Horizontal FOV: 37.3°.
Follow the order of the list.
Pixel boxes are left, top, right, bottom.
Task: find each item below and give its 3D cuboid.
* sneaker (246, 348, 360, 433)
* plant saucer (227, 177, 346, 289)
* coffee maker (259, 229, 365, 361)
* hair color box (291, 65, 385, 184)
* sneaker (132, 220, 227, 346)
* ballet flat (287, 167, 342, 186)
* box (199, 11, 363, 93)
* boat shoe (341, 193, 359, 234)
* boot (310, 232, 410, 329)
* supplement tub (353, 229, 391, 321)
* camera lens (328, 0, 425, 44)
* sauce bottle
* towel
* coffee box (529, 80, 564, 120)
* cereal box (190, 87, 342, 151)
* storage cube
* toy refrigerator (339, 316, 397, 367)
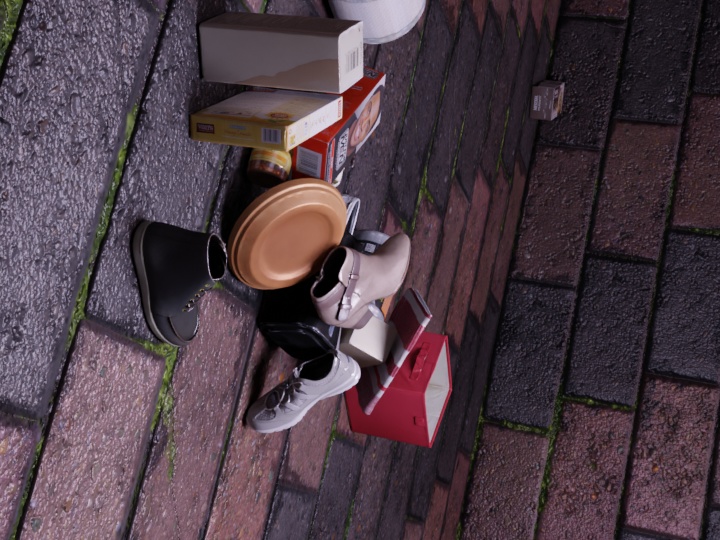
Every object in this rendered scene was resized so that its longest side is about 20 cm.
[{"bbox_3d":[-0.102,0.183,1.708,0.075,0.200,0.082,57,0,41],"label":"sneaker"},{"bbox_3d":[-0.102,-0.046,1.591,0.199,0.037,0.201,-24,141,-21],"label":"plant saucer"},{"bbox_3d":[-0.088,0.027,1.753,0.192,0.134,0.201,36,56,-28],"label":"coffee maker"},{"bbox_3d":[-0.033,-0.221,1.631,0.102,0.061,0.200,97,20,-47],"label":"hair color box"},{"bbox_3d":[-0.217,0.029,1.361,0.201,0.106,0.075,80,26,-43],"label":"sneaker"},{"bbox_3d":[-0.071,-0.159,1.770,0.200,0.068,0.068,-43,154,-61],"label":"ballet flat"},{"bbox_3d":[-0.103,-0.290,1.408,0.095,0.199,0.078,-48,143,-57],"label":"box"},{"bbox_3d":[-0.042,-0.040,1.910,0.072,0.068,0.201,44,56,-68],"label":"boat shoe"},{"bbox_3d":[0.000,0.000,1.671,0.201,0.070,0.146,-63,145,-14],"label":"boot"},{"bbox_3d":[0.001,0.034,1.990,0.123,0.122,0.201,74,31,-52],"label":"supplement tub"},{"bbox_3d":[0.015,-0.482,1.740,0.200,0.159,0.161,63,40,-60],"label":"camera lens"},{"bbox_3d":[-0.119,-0.223,1.612,0.066,0.066,0.201,60,39,-62],"label":"sauce bottle"},{"bbox_3d":[0.049,0.133,1.806,0.200,0.023,0.144,-58,-164,11],"label":"towel"},{"bbox_3d":[0.648,-0.592,3.705,0.200,0.079,0.114,-36,133,-65],"label":"coffee box"},{"bbox_3d":[-0.125,-0.211,1.470,0.200,0.143,0.040,-42,137,-61],"label":"cereal box"},{"bbox_3d":[0.080,0.239,2.228,0.201,0.179,0.171,82,25,-43],"label":"storage cube"},{"bbox_3d":[-0.020,0.123,1.853,0.200,0.076,0.070,-21,-138,63],"label":"toy refrigerator"}]
